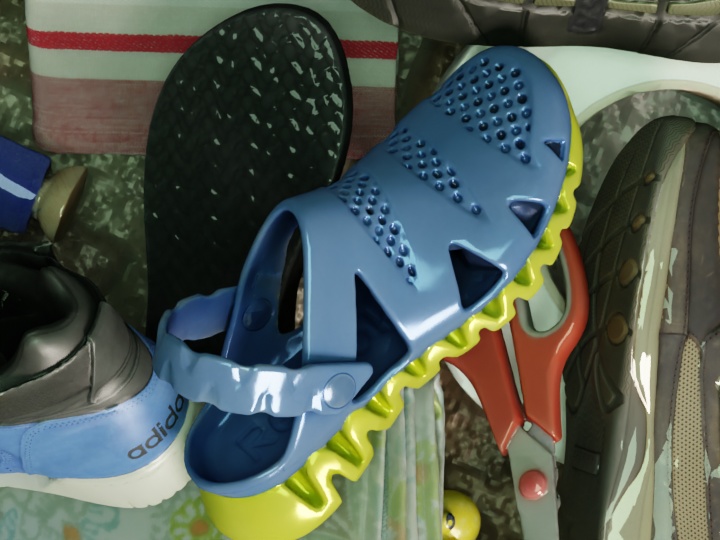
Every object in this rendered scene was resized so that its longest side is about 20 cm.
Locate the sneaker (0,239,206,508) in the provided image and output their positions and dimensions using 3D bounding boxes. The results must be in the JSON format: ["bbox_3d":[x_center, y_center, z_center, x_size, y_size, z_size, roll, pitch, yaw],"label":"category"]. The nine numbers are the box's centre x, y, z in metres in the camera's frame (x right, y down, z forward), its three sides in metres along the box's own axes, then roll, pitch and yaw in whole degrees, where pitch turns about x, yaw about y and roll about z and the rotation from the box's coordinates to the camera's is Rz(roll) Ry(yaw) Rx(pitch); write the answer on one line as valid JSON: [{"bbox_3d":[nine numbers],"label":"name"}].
[{"bbox_3d":[-0.162,0.038,0.923,0.199,0.111,0.077,-2,53,28],"label":"sneaker"}]

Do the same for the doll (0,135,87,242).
[{"bbox_3d":[-0.213,-0.034,0.975,0.199,0.048,0.137,20,106,-1],"label":"doll"}]

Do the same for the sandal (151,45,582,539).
[{"bbox_3d":[0.000,0.000,0.874,0.200,0.079,0.087,-53,133,-8],"label":"sandal"}]

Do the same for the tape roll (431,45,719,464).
[{"bbox_3d":[0.116,-0.021,0.966,0.201,0.071,0.204,0,94,1],"label":"tape roll"}]

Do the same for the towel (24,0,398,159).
[{"bbox_3d":[-0.055,-0.128,0.932,0.143,0.023,0.201,1,127,-1],"label":"towel"}]

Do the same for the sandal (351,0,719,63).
[{"bbox_3d":[0.068,-0.121,0.896,0.200,0.058,0.080,10,138,-15],"label":"sandal"}]

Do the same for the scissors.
[{"bbox_3d":[0.065,0.061,0.882,0.073,0.014,0.201,-26,62,14],"label":"scissors"}]

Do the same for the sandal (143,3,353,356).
[{"bbox_3d":[-0.047,-0.014,0.966,0.075,0.048,0.201,18,118,10],"label":"sandal"}]

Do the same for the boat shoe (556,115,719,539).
[{"bbox_3d":[0.115,0.046,0.907,0.073,0.074,0.201,5,97,-15],"label":"boat shoe"}]

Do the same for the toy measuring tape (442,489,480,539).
[{"bbox_3d":[-0.049,0.124,0.975,0.199,0.074,0.074,-16,94,0],"label":"toy measuring tape"}]

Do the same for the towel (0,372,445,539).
[{"bbox_3d":[-0.060,0.126,0.925,0.199,0.048,0.172,-12,60,22],"label":"towel"}]
